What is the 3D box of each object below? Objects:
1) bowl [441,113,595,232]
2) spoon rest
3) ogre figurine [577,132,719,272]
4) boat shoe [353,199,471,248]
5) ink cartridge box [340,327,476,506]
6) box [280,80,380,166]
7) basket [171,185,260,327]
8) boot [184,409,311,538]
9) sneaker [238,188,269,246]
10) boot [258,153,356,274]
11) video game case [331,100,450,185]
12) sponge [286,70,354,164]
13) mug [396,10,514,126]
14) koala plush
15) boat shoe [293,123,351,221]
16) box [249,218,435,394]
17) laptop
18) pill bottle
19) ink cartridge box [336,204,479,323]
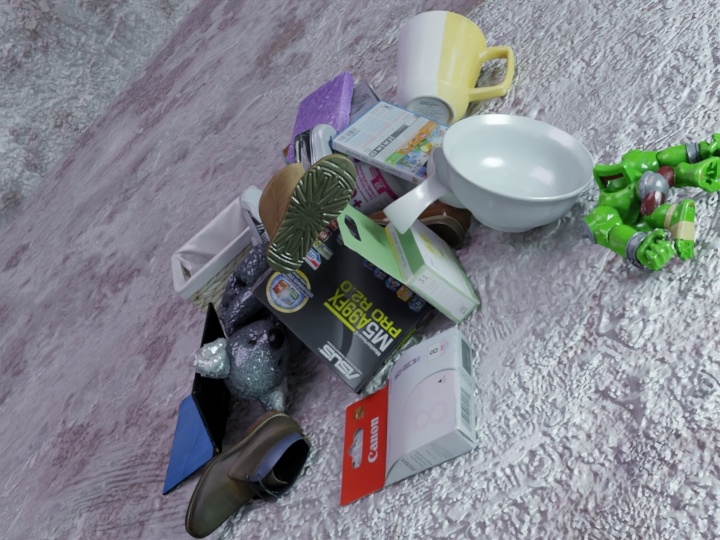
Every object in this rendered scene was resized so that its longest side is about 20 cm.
[{"bbox_3d":[0.195,-0.113,1.272,0.198,0.091,0.202,5,38,-3],"label":"bowl"},{"bbox_3d":[0.106,-0.110,1.310,0.061,0.100,0.200,-41,-2,39],"label":"spoon rest"},{"bbox_3d":[0.326,-0.083,1.108,0.119,0.098,0.202,10,71,42],"label":"ogre figurine"},{"bbox_3d":[0.076,-0.066,1.431,0.198,0.072,0.068,1,47,38],"label":"boat shoe"},{"bbox_3d":[0.046,0.175,1.189,0.198,0.057,0.164,-25,35,23],"label":"ink cartridge box"},{"bbox_3d":[-0.024,-0.201,1.690,0.199,0.097,0.177,-38,28,10],"label":"box"},{"bbox_3d":[-0.205,-0.018,1.661,0.199,0.123,0.136,-40,30,8],"label":"basket"},{"bbox_3d":[-0.146,0.272,1.282,0.201,0.075,0.097,-52,28,-15],"label":"boot"},{"bbox_3d":[-0.147,-0.023,1.539,0.114,0.201,0.075,-33,5,32],"label":"sneaker"},{"bbox_3d":[-0.079,-0.103,1.293,0.176,0.066,0.200,-52,20,15],"label":"boot"},{"bbox_3d":[0.076,-0.185,1.467,0.198,0.018,0.143,25,45,23],"label":"video game case"},{"bbox_3d":[-0.066,-0.258,1.686,0.111,0.030,0.201,-29,31,25],"label":"sponge"},{"bbox_3d":[0.135,-0.318,1.592,0.186,0.149,0.155,-24,43,43],"label":"mug"},{"bbox_3d":[-0.142,0.104,1.404,0.183,0.177,0.201,-35,29,41],"label":"koala plush"},{"bbox_3d":[-0.062,-0.116,1.482,0.070,0.072,0.203,-11,75,35],"label":"boat shoe"},{"bbox_3d":[-0.022,0.038,1.311,0.160,0.200,0.044,-46,-12,-6],"label":"box"},{"bbox_3d":[-0.256,0.190,1.463,0.114,0.202,0.188,-8,39,7],"label":"laptop"},{"bbox_3d":[-0.016,-0.114,1.552,0.199,0.113,0.114,-31,33,25],"label":"pill bottle"},{"bbox_3d":[0.055,-0.031,1.274,0.048,0.199,0.146,-44,29,16],"label":"ink cartridge box"}]
